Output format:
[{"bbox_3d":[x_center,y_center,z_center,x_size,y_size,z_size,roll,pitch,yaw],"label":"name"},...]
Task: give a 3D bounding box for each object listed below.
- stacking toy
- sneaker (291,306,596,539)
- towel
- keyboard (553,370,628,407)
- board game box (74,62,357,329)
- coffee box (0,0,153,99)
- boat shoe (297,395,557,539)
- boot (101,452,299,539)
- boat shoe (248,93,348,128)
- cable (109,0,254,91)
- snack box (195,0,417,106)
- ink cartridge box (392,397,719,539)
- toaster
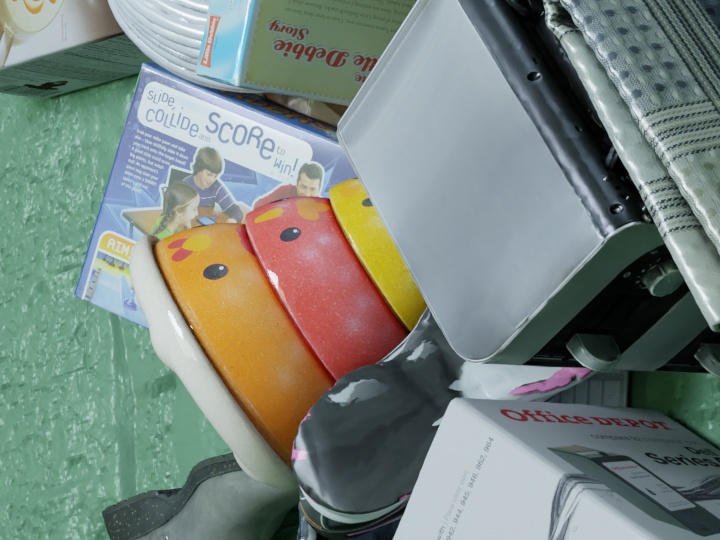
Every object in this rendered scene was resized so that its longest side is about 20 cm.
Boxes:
[{"bbox_3d":[0.000,0.000,1.209,0.200,0.146,0.146,-33,56,3],"label":"stacking toy"},{"bbox_3d":[0.043,0.055,1.150,0.080,0.200,0.086,53,157,15],"label":"sneaker"},{"bbox_3d":[0.194,-0.048,0.994,0.200,0.192,0.035,62,147,33],"label":"towel"},{"bbox_3d":[0.106,0.086,1.196,0.056,0.011,0.200,-2,84,48],"label":"keyboard"},{"bbox_3d":[-0.043,-0.013,1.294,0.200,0.034,0.136,23,104,20],"label":"board game box"},{"bbox_3d":[-0.161,-0.177,1.473,0.200,0.080,0.115,-10,78,47],"label":"coffee box"},{"bbox_3d":[0.031,0.088,1.209,0.071,0.091,0.201,32,110,60],"label":"boat shoe"},{"bbox_3d":[-0.064,0.171,1.344,0.200,0.068,0.131,-29,71,48],"label":"boot"},{"bbox_3d":[-0.044,-0.149,1.353,0.072,0.076,0.200,-40,66,33],"label":"boat shoe"},{"bbox_3d":[-0.044,-0.186,1.278,0.200,0.069,0.200,-13,63,9],"label":"cable"},{"bbox_3d":[0.020,-0.133,1.177,0.037,0.200,0.116,20,100,49],"label":"snack box"},{"bbox_3d":[0.133,0.135,1.054,0.200,0.145,0.084,35,110,42],"label":"ink cartridge box"},{"bbox_3d":[0.104,-0.049,1.088,0.119,0.181,0.200,-52,52,32],"label":"toaster"}]
